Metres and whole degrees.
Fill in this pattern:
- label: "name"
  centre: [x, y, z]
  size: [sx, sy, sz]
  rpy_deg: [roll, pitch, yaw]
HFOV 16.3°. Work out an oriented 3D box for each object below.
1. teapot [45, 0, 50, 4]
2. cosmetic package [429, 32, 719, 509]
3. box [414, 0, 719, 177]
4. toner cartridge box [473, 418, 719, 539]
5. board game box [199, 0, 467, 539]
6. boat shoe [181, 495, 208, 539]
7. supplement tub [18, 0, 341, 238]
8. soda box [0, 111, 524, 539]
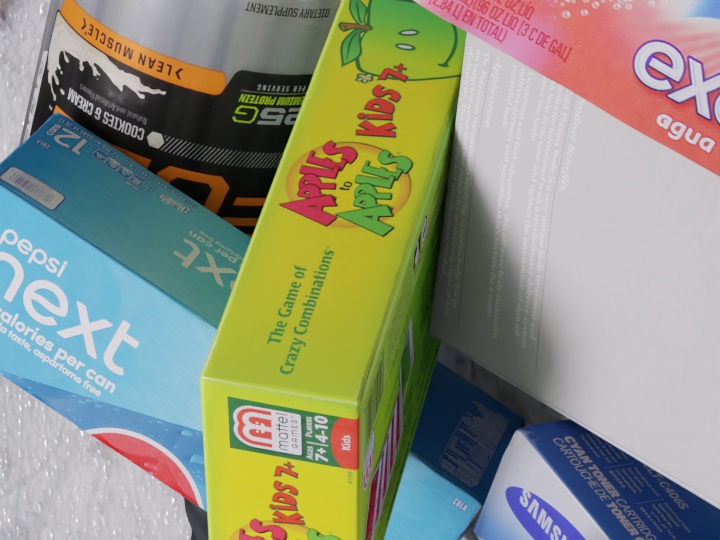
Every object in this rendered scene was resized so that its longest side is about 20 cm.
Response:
- label: "teapot"
  centre: [-0.222, -0.189, 1.156]
  size: [0.197, 0.146, 0.201]
  rpy_deg: [-23, 51, 29]
- label: "cosmetic package"
  centre: [0.110, 0.001, 0.717]
  size: [0.200, 0.090, 0.107]
  rpy_deg: [31, 119, 48]
- label: "box"
  centre: [0.117, -0.078, 0.591]
  size: [0.200, 0.103, 0.095]
  rpy_deg: [31, 126, 5]
- label: "toner cartridge box"
  centre: [0.124, 0.116, 0.697]
  size: [0.200, 0.095, 0.043]
  rpy_deg: [50, 132, 41]
- label: "board game box"
  centre: [0.000, 0.000, 0.788]
  size: [0.102, 0.047, 0.200]
  rpy_deg: [91, -167, -45]
- label: "boat shoe"
  centre: [-0.017, 0.130, 0.933]
  size: [0.199, 0.074, 0.066]
  rpy_deg: [41, 131, 45]
- label: "supplement tub"
  centre: [-0.064, -0.053, 0.940]
  size: [0.123, 0.122, 0.201]
  rpy_deg: [47, 131, 44]
- label: "soda box"
  centre: [-0.048, 0.034, 0.868]
  size: [0.200, 0.064, 0.068]
  rpy_deg: [34, 120, 2]
